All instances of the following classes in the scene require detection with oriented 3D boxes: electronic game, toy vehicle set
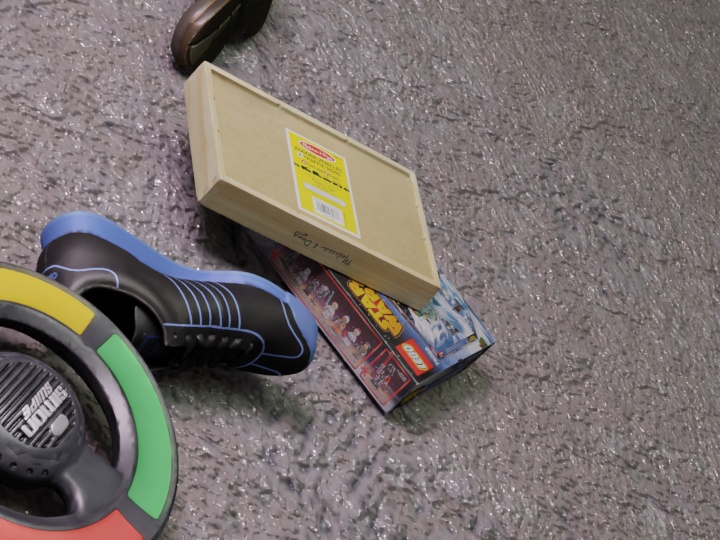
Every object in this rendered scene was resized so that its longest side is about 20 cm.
[{"bbox_3d":[-0.185,0.080,1.042,0.199,0.042,0.201,27,41,-26],"label":"electronic game"},{"bbox_3d":[-0.034,-0.059,1.367,0.199,0.027,0.125,26,35,-31],"label":"toy vehicle set"}]

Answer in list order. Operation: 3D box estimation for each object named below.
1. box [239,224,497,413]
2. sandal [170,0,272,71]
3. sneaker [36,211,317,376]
[{"bbox_3d":[0.000,0.000,1.405,0.201,0.040,0.137,52,29,10],"label":"box"},{"bbox_3d":[-0.110,-0.215,1.512,0.054,0.082,0.200,26,35,9],"label":"sandal"},{"bbox_3d":[-0.112,0.036,1.192,0.198,0.070,0.078,22,39,-26],"label":"sneaker"}]
